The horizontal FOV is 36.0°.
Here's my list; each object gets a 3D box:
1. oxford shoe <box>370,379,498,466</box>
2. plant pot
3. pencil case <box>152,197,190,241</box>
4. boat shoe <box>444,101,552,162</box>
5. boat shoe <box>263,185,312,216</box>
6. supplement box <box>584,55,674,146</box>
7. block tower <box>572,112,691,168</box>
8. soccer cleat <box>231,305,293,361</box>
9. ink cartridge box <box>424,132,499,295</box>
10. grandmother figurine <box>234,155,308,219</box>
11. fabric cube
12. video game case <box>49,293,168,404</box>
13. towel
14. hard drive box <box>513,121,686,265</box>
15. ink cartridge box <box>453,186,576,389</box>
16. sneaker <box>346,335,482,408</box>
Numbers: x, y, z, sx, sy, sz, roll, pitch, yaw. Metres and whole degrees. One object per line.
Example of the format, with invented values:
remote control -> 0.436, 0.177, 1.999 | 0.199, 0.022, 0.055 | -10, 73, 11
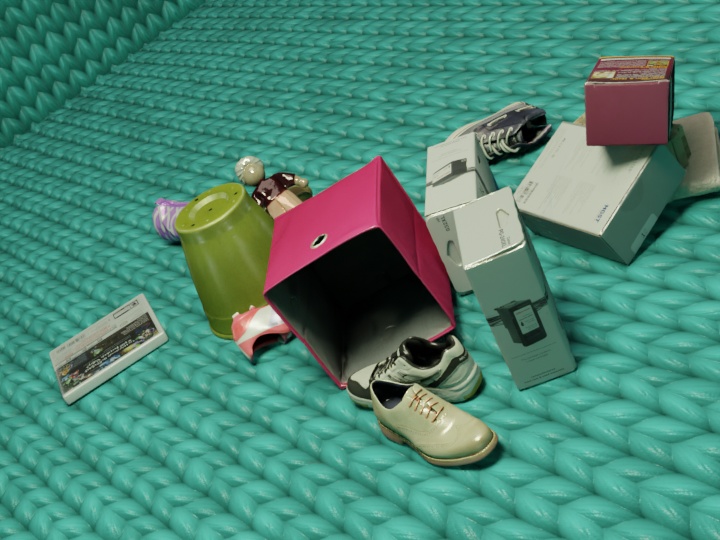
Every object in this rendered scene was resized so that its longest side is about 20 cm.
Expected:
oxford shoe -> 0.081, 0.182, 1.353 | 0.199, 0.074, 0.071 | 8, 45, 47
plant pot -> -0.202, -0.028, 1.799 | 0.198, 0.194, 0.201 | -21, 31, 13
pencil case -> -0.310, -0.098, 2.109 | 0.198, 0.086, 0.084 | -1, 37, 41
boat shoe -> 0.224, -0.217, 1.845 | 0.199, 0.075, 0.093 | -35, 22, -12
boat shoe -> -0.156, -0.077, 1.965 | 0.200, 0.074, 0.063 | -36, 47, -17
supplement box -> 0.370, -0.234, 1.514 | 0.109, 0.087, 0.200 | 1, 20, 18
block tower -> 0.391, -0.187, 1.614 | 0.054, 0.058, 0.199 | -38, 31, -17
soccer cleat -> -0.105, 0.068, 1.717 | 0.198, 0.067, 0.077 | -26, 64, -10
ink cartridge box -> 0.157, -0.086, 1.630 | 0.083, 0.146, 0.201 | -17, 31, 16
grandmother figurine -> -0.141, -0.125, 1.919 | 0.121, 0.061, 0.200 | -39, 73, -24
fabric cube -> 0.000, 0.000, 1.556 | 0.195, 0.201, 0.200 | -29, 28, 19
video game case -> -0.440, 0.133, 1.928 | 0.199, 0.024, 0.182 | -33, 29, -9
towel -> 0.453, -0.157, 1.602 | 0.131, 0.035, 0.201 | -16, 31, 25
hard drive box -> 0.326, -0.113, 1.552 | 0.157, 0.077, 0.199 | -55, 34, -6
ink cartridge box -> 0.190, 0.020, 1.382 | 0.082, 0.201, 0.146 | -21, 30, 11
sneaker -> 0.060, 0.124, 1.450 | 0.198, 0.088, 0.076 | -11, 35, 30
